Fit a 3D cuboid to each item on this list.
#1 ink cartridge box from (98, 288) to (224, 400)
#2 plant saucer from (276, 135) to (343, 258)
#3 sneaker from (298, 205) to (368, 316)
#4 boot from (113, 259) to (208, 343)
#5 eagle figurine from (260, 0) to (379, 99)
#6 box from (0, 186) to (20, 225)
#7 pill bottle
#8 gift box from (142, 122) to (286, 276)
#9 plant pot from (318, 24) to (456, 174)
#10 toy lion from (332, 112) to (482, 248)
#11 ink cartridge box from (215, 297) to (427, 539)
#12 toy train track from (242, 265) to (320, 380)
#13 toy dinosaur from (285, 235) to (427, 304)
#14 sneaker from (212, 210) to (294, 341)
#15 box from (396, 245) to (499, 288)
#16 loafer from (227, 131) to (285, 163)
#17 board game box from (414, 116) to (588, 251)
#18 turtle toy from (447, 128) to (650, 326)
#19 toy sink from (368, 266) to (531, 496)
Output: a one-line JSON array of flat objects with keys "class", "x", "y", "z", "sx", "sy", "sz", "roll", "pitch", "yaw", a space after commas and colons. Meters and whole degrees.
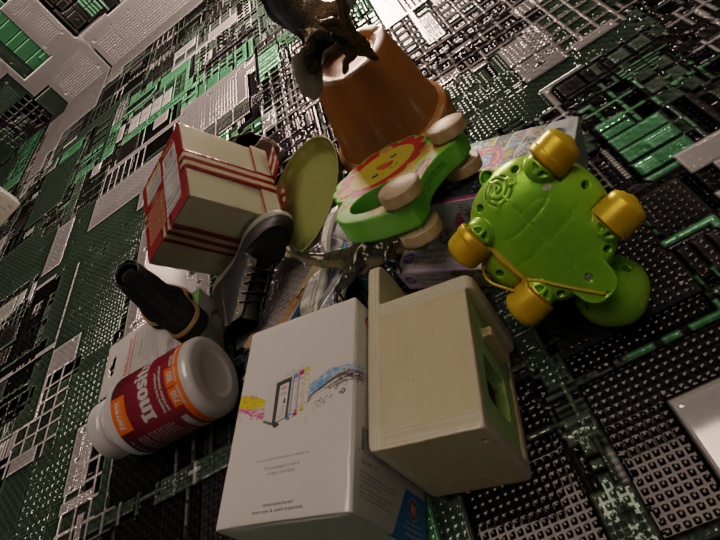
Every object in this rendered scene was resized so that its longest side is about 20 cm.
[{"class": "ink cartridge box", "x": -0.313, "y": 0.133, "z": 0.844, "sx": 0.198, "sy": 0.067, "sz": 0.118, "roll": -30, "pitch": 41, "yaw": 14}, {"class": "plant saucer", "x": -0.085, "y": -0.114, "z": 0.854, "sx": 0.198, "sy": 0.031, "sz": 0.204, "roll": -25, "pitch": 58, "yaw": 46}, {"class": "sneaker", "x": -0.013, "y": -0.006, "z": 0.731, "sx": 0.085, "sy": 0.078, "sz": 0.204, "roll": 2, "pitch": 64, "yaw": 25}, {"class": "boot", "x": -0.316, "y": 0.025, "z": 0.782, "sx": 0.198, "sy": 0.139, "sz": 0.078, "roll": 11, "pitch": 60, "yaw": 47}, {"class": "eagle figurine", "x": -0.059, "y": -0.336, "z": 0.701, "sx": 0.149, "sy": 0.154, "sz": 0.200, "roll": -21, "pitch": 49, "yaw": -32}, {"class": "box", "x": -1.370, "y": -0.218, "z": 1.931, "sx": 0.108, "sy": 0.128, "sz": 0.201, "roll": 25, "pitch": 73, "yaw": 48}, {"class": "pill bottle", "x": -0.277, "y": 0.184, "z": 0.739, "sx": 0.198, "sy": 0.113, "sz": 0.114, "roll": -30, "pitch": 43, "yaw": 15}, {"class": "gift box", "x": -0.232, "y": -0.118, "z": 0.866, "sx": 0.184, "sy": 0.184, "sz": 0.203, "roll": -40, "pitch": 51, "yaw": 36}, {"class": "plant pot", "x": 0.027, "y": -0.251, "z": 0.804, "sx": 0.197, "sy": 0.184, "sz": 0.203, "roll": -21, "pitch": 46, "yaw": 23}, {"class": "toy lion", "x": 0.035, "y": -0.103, "z": 0.633, "sx": 0.189, "sy": 0.069, "sz": 0.201, "roll": -9, "pitch": 35, "yaw": 43}, {"class": "ink cartridge box", "x": -0.028, "y": 0.164, "z": 0.533, "sx": 0.142, "sy": 0.147, "sz": 0.203, "roll": -19, "pitch": 46, "yaw": 25}, {"class": "toy train track", "x": -0.098, "y": 0.076, "z": 0.753, "sx": 0.113, "sy": 0.033, "sz": 0.202, "roll": -2, "pitch": 50, "yaw": 46}, {"class": "toy dinosaur", "x": 0.000, "y": 0.000, "z": 0.656, "sx": 0.196, "sy": 0.047, "sz": 0.090, "roll": -9, "pitch": 85, "yaw": 23}, {"class": "sneaker", "x": -0.153, "y": 0.012, "z": 0.803, "sx": 0.201, "sy": 0.074, "sz": 0.107, "roll": -51, "pitch": 42, "yaw": 26}, {"class": "box", "x": 0.137, "y": -0.006, "z": 0.624, "sx": 0.197, "sy": 0.042, "sz": 0.039, "roll": -3, "pitch": 54, "yaw": 36}, {"class": "loafer", "x": -0.232, "y": -0.263, "z": 1.105, "sx": 0.198, "sy": 0.071, "sz": 0.074, "roll": 16, "pitch": 67, "yaw": 45}, {"class": "board game box", "x": 0.161, "y": -0.101, "z": 0.640, "sx": 0.197, "sy": 0.065, "sz": 0.148, "roll": -8, "pitch": 35, "yaw": 34}, {"class": "turtle toy", "x": 0.186, "y": -0.025, "z": 0.497, "sx": 0.200, "sy": 0.101, "sz": 0.146, "roll": 45, "pitch": 111, "yaw": 7}, {"class": "toy sink", "x": 0.085, "y": 0.090, "z": 0.517, "sx": 0.110, "sy": 0.131, "sz": 0.203, "roll": -20, "pitch": 45, "yaw": 23}]
